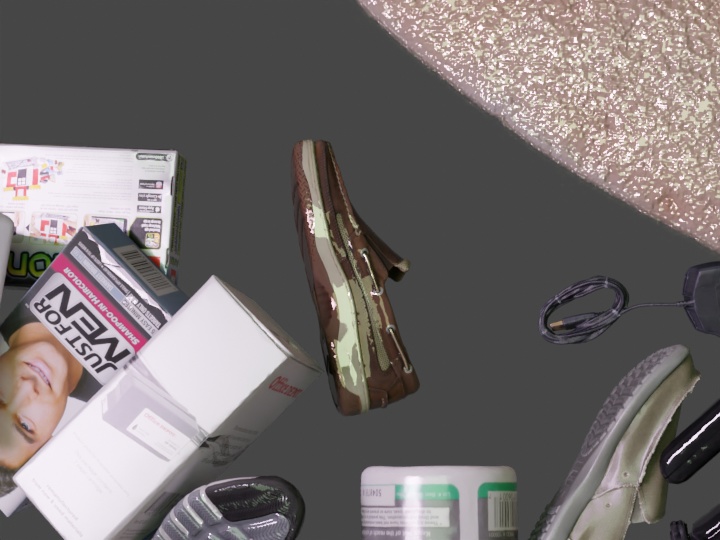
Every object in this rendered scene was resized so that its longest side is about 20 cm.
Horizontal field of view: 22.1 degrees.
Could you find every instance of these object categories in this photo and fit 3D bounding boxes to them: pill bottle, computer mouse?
[{"bbox_3d":[0.056,0.238,1.285,0.112,0.113,0.202,-1,83,8],"label":"pill bottle"},{"bbox_3d":[0.227,0.024,1.333,0.198,0.034,0.059,-6,99,12],"label":"computer mouse"}]

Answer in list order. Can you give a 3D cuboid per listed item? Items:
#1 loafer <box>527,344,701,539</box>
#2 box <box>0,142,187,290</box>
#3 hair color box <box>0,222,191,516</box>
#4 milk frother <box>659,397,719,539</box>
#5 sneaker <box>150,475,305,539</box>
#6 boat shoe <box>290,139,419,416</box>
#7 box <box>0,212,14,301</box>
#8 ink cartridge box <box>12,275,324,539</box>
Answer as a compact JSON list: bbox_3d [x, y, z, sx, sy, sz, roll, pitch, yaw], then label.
[{"bbox_3d":[0.188,0.146,1.306,0.069,0.075,0.201,31,93,-1],"label":"loafer"},{"bbox_3d":[-0.235,-0.039,1.398,0.198,0.035,0.111,3,84,8],"label":"box"},{"bbox_3d":[-0.219,0.072,1.346,0.099,0.061,0.200,44,105,9],"label":"hair color box"},{"bbox_3d":[0.294,0.170,1.189,0.188,0.200,0.180,-41,106,15],"label":"milk frother"},{"bbox_3d":[-0.100,0.183,1.305,0.199,0.115,0.075,-36,93,30],"label":"sneaker"},{"bbox_3d":[-0.001,0.001,1.350,0.074,0.075,0.205,-11,88,-8],"label":"boat shoe"},{"bbox_3d":[-0.387,0.023,1.295,0.198,0.199,0.173,4,81,45],"label":"box"},{"bbox_3d":[-0.132,0.108,1.311,0.200,0.145,0.084,-45,79,0],"label":"ink cartridge box"}]
